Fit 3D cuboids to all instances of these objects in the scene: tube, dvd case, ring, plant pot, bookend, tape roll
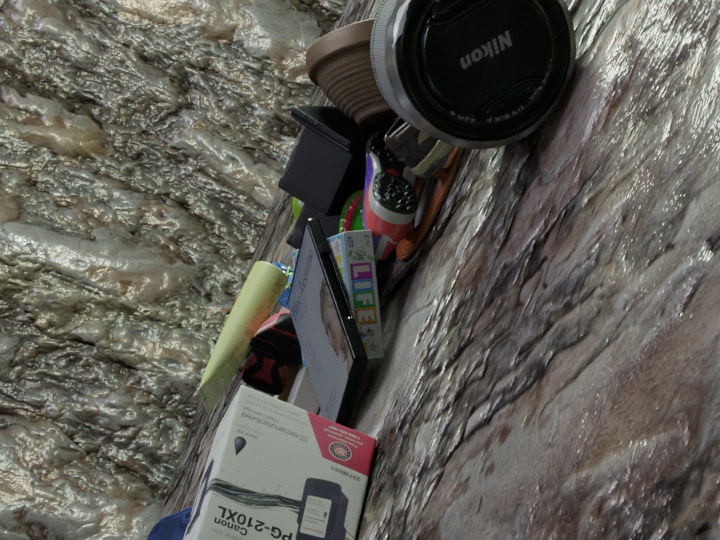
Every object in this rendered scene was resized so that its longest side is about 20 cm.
[{"bbox_3d":[-0.157,0.083,1.865,0.052,0.058,0.201,-4,53,50],"label":"tube"},{"bbox_3d":[-0.039,0.063,1.565,0.143,0.017,0.201,105,154,-46],"label":"dvd case"},{"bbox_3d":[0.077,-0.108,1.624,0.200,0.019,0.202,-158,90,-81],"label":"ring"},{"bbox_3d":[0.039,-0.220,1.685,0.201,0.199,0.094,138,125,-71],"label":"plant pot"},{"bbox_3d":[-0.037,-0.091,1.767,0.198,0.092,0.202,-13,-50,-62],"label":"bookend"},{"bbox_3d":[-0.082,0.164,1.893,0.203,0.037,0.205,-157,90,-82],"label":"tape roll"}]

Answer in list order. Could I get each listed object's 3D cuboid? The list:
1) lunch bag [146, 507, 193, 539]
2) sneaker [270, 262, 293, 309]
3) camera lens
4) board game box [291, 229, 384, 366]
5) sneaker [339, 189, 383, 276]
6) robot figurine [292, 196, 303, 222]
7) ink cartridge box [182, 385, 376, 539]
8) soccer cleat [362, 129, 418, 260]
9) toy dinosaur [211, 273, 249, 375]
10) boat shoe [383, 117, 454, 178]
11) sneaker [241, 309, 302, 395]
[{"bbox_3d":[-0.195,0.398,1.710,0.136,0.132,0.202,-27,39,54],"label":"lunch bag"},{"bbox_3d":[-0.084,0.032,2.000,0.200,0.104,0.076,146,145,-76],"label":"sneaker"},{"bbox_3d":[0.092,-0.191,1.258,0.200,0.159,0.161,-120,53,-80],"label":"camera lens"},{"bbox_3d":[-0.028,0.034,1.608,0.200,0.034,0.136,165,99,-71],"label":"board game box"},{"bbox_3d":[0.000,0.000,1.729,0.084,0.076,0.202,-16,-50,-62],"label":"sneaker"},{"bbox_3d":[-0.027,-0.119,1.980,0.176,0.114,0.201,96,-174,-52],"label":"robot figurine"},{"bbox_3d":[-0.079,0.228,1.334,0.085,0.143,0.201,121,167,-47],"label":"ink cartridge box"},{"bbox_3d":[0.029,-0.089,1.611,0.201,0.068,0.074,-87,17,-59],"label":"soccer cleat"},{"bbox_3d":[-0.236,0.097,2.912,0.136,0.085,0.201,111,-179,-47],"label":"toy dinosaur"},{"bbox_3d":[0.093,-0.191,1.499,0.201,0.073,0.075,-57,13,14],"label":"boat shoe"},{"bbox_3d":[-0.102,0.082,1.855,0.200,0.073,0.087,126,166,-58],"label":"sneaker"}]
